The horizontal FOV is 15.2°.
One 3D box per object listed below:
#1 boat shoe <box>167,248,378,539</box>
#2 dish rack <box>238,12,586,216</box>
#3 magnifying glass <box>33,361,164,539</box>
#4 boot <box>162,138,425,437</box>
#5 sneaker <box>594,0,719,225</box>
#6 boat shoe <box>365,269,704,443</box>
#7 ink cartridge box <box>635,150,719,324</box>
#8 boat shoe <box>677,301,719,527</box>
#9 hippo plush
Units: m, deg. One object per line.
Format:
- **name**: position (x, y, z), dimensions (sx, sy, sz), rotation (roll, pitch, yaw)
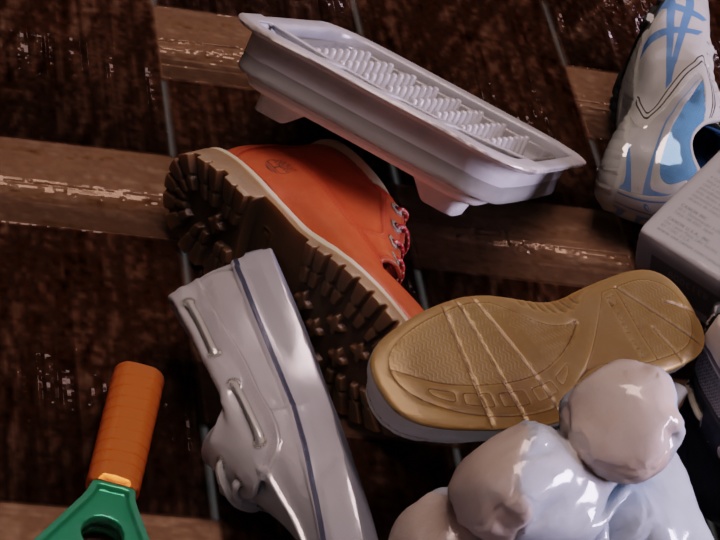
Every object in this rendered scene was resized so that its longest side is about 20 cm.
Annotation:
- **boat shoe**: position (-0.040, 0.083, 1.248), dimensions (0.065, 0.074, 0.200), rotation (-21, 52, 0)
- **dish rack**: position (0.024, -0.078, 1.416), dimensions (0.171, 0.044, 0.200), rotation (28, 11, 12)
- **magnifying glass**: position (-0.114, 0.114, 1.207), dimensions (0.079, 0.022, 0.200), rotation (15, 39, -5)
- **boot**: position (0.000, 0.000, 1.349), dimensions (0.107, 0.075, 0.200), rotation (-12, 48, -39)
- **sneaker**: position (0.179, -0.092, 1.526), dimensions (0.072, 0.072, 0.200), rotation (19, 42, -1)
- **boat shoe**: position (0.074, 0.053, 1.266), dimensions (0.200, 0.069, 0.071), rotation (-9, 65, -40)
- **ink cartridge box**: position (0.264, -0.027, 1.396), dimensions (0.160, 0.047, 0.200), rotation (34, 59, 26)
- **boat shoe**: position (0.213, 0.111, 1.287), dimensions (0.075, 0.093, 0.200), rotation (-2, 45, -23)
- **hippo plush**: position (0.113, 0.148, 1.199), dimensions (0.161, 0.159, 0.200), rotation (56, 5, 13)
